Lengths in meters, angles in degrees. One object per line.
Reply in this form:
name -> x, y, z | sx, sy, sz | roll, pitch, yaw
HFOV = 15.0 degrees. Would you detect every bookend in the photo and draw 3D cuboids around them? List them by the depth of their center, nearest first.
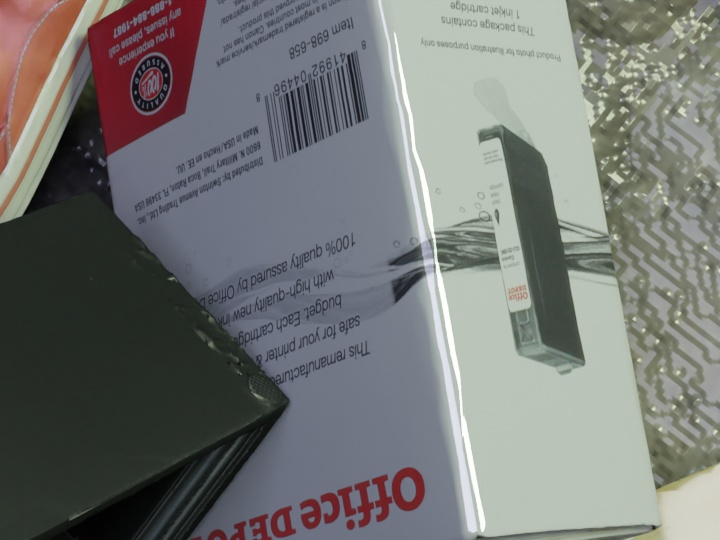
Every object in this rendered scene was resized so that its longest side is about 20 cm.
bookend -> -0.150, 0.096, 0.777 | 0.092, 0.200, 0.199 | 45, 122, 13

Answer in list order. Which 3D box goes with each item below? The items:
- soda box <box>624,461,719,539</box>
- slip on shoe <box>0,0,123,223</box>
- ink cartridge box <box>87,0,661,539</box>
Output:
soda box -> 0.130, 0.162, 0.835 | 0.067, 0.064, 0.201 | -23, 77, 3
slip on shoe -> -0.112, -0.107, 0.909 | 0.061, 0.074, 0.201 | 24, 86, -23
ink cartridge box -> 0.000, 0.000, 0.838 | 0.144, 0.083, 0.201 | -22, 72, 47
